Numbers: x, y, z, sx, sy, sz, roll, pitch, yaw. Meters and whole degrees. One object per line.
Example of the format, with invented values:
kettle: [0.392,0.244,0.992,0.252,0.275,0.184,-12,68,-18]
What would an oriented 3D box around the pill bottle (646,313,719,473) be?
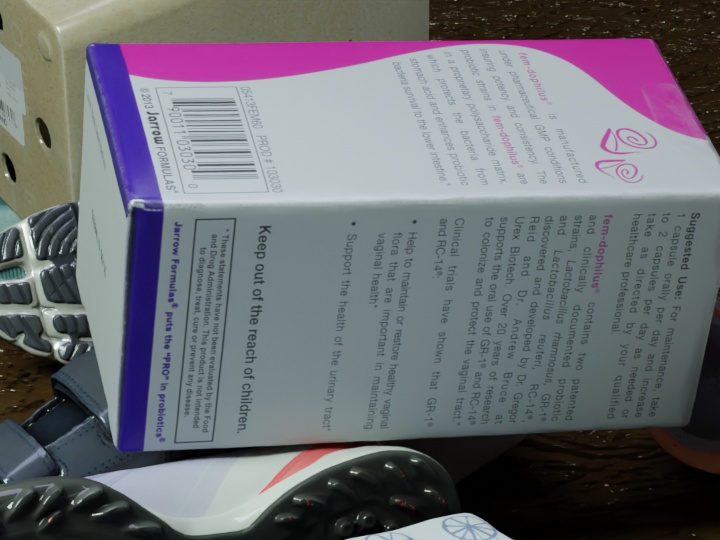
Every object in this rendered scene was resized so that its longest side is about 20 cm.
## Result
pill bottle: [0.174,0.015,1.123,0.106,0.106,0.200,6,18,31]

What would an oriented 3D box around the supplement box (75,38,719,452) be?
supplement box: [0.012,-0.011,0.992,0.200,0.103,0.101,-2,35,-12]

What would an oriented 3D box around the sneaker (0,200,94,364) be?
sneaker: [-0.088,0.005,1.321,0.200,0.078,0.080,-8,-5,-38]

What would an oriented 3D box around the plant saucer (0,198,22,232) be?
plant saucer: [-0.195,-0.031,1.507,0.200,0.036,0.200,-2,14,1]

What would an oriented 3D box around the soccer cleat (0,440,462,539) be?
soccer cleat: [-0.067,0.092,0.964,0.200,0.068,0.073,-8,4,-27]

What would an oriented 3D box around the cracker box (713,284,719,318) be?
cracker box: [0.226,0.035,0.975,0.134,0.058,0.200,-13,46,-35]

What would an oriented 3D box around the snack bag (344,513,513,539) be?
snack bag: [0.004,0.127,0.854,0.200,0.021,0.189,-11,23,-30]

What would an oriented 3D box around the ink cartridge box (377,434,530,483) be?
ink cartridge box: [0.000,0.000,1.165,0.068,0.115,0.200,-33,19,-4]

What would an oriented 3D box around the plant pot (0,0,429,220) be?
plant pot: [-0.094,-0.108,1.423,0.177,0.200,0.200,-21,40,-25]

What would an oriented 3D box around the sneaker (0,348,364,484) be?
sneaker: [-0.093,0.066,1.031,0.200,0.079,0.078,-12,18,-26]
